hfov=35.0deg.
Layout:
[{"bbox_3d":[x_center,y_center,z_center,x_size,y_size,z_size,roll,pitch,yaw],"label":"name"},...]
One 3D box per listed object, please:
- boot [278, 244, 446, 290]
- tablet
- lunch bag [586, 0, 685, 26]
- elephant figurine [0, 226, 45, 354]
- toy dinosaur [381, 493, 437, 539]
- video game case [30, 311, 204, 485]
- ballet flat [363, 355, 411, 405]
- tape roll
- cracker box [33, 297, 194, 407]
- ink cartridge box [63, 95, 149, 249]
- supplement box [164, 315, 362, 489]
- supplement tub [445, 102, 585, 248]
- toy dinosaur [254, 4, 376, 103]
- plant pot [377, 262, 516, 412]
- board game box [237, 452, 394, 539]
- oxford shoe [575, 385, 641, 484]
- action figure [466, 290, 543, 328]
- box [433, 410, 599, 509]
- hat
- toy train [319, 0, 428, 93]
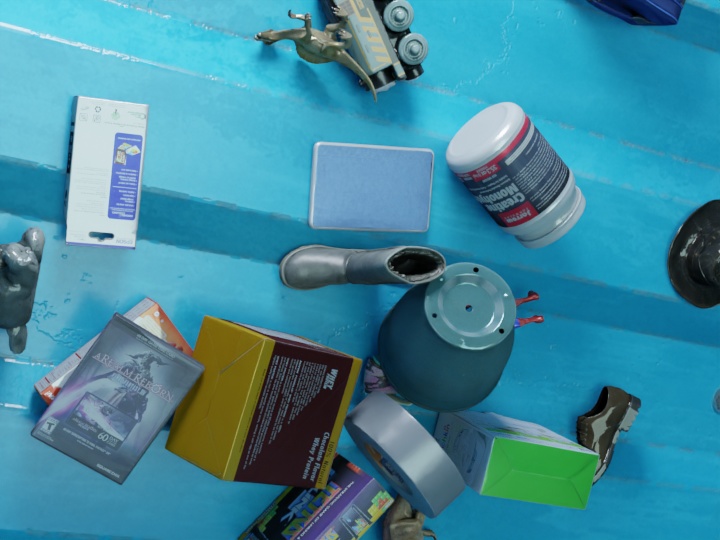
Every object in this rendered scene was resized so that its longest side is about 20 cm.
[{"bbox_3d":[-0.001,-0.002,1.629,0.182,0.200,0.073,-10,101,-23],"label":"boot"},{"bbox_3d":[0.018,-0.124,1.725,0.200,0.014,0.130,1,97,-24],"label":"tablet"},{"bbox_3d":[0.420,-0.465,1.793,0.200,0.136,0.132,21,88,-25],"label":"lunch bag"},{"bbox_3d":[-0.511,-0.008,1.450,0.200,0.155,0.142,10,136,-15],"label":"elephant figurine"},{"bbox_3d":[0.063,0.425,1.789,0.135,0.086,0.200,-13,97,-16],"label":"toy dinosaur"},{"bbox_3d":[-0.323,0.173,1.527,0.143,0.019,0.200,34,96,-20],"label":"video game case"},{"bbox_3d":[0.095,0.179,1.781,0.200,0.069,0.071,9,112,-22],"label":"ballet flat"},{"bbox_3d":[0.063,0.274,1.699,0.066,0.200,0.200,-42,112,-15],"label":"tape roll"},{"bbox_3d":[-0.328,0.151,1.579,0.200,0.058,0.134,-39,111,-14],"label":"cracker box"},{"bbox_3d":[-0.345,-0.131,1.542,0.099,0.039,0.200,5,94,-25],"label":"ink cartridge box"},{"bbox_3d":[-0.133,0.187,1.600,0.200,0.133,0.197,16,90,-47],"label":"supplement box"},{"bbox_3d":[0.239,-0.145,1.753,0.140,0.140,0.200,-48,113,-11],"label":"supplement tub"},{"bbox_3d":[-0.046,-0.321,1.624,0.200,0.101,0.058,23,54,-13],"label":"toy dinosaur"},{"bbox_3d":[0.138,0.083,1.668,0.200,0.188,0.200,4,65,-8],"label":"plant pot"},{"bbox_3d":[-0.069,0.366,1.671,0.200,0.165,0.057,-45,113,-13],"label":"board game box"},{"bbox_3d":[0.389,0.285,1.932,0.084,0.073,0.200,30,81,-10],"label":"oxford shoe"},{"bbox_3d":[0.189,0.081,1.814,0.200,0.052,0.065,-12,97,-18],"label":"action figure"},{"bbox_3d":[0.238,0.291,1.795,0.200,0.176,0.097,13,93,-26],"label":"box"},{"bbox_3d":[0.635,-0.027,1.986,0.201,0.081,0.201,-3,98,-24],"label":"hat"},{"bbox_3d":[0.018,-0.357,1.659,0.114,0.085,0.200,-28,111,-5],"label":"toy train"}]
